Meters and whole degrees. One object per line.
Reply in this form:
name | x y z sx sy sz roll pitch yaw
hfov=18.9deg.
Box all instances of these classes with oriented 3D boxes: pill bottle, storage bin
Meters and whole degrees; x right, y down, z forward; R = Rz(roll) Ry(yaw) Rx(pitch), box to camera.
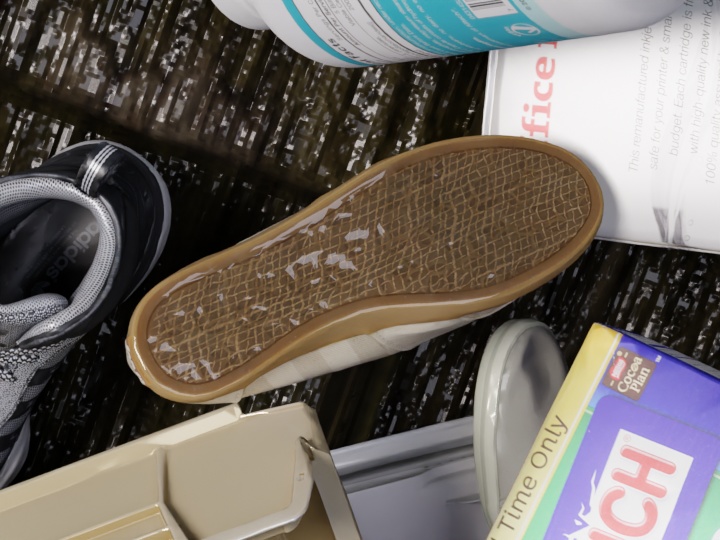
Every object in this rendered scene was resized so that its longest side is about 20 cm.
pill bottle | 0.027 -0.137 0.824 0.111 0.200 0.111 2 88 -46
storage bin | -0.078 0.177 0.836 0.198 0.094 0.200 -20 118 -2

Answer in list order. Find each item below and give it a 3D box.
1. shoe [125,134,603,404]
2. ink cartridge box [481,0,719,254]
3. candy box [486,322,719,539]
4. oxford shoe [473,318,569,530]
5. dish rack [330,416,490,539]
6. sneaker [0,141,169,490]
shoe | 0.000 0.000 0.846 0.200 0.053 0.070 -20 81 -14
ink cartridge box | 0.159 -0.082 0.882 0.199 0.083 0.147 8 97 20
candy box | 0.145 0.136 0.823 0.200 0.077 0.169 26 91 23
oxford shoe | 0.094 0.117 0.921 0.075 0.058 0.201 -17 99 -49
dish rack | 0.017 0.176 0.951 0.171 0.044 0.201 -13 100 -11
sneaker | -0.151 0.030 0.836 0.075 0.114 0.200 36 86 2
